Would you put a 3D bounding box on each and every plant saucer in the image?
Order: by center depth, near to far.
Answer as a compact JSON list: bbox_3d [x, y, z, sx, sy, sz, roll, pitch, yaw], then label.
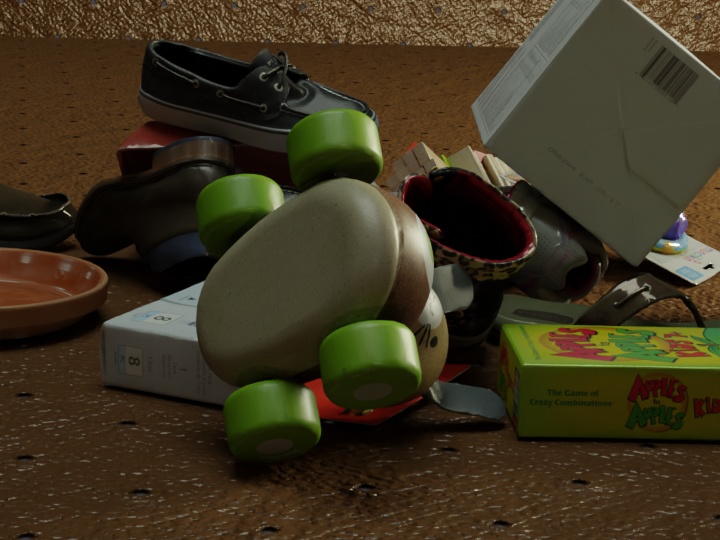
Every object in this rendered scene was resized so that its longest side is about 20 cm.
[{"bbox_3d":[-0.284,0.018,1.376,0.198,0.033,0.200,2,13,-1],"label":"plant saucer"},{"bbox_3d":[-0.095,-0.078,1.569,0.198,0.037,0.200,-3,-21,-2],"label":"plant saucer"}]

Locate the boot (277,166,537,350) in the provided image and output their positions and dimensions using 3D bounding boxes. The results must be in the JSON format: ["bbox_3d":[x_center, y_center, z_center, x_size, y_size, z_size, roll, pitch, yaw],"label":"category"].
[{"bbox_3d":[0.019,-0.025,1.280,0.199,0.074,0.151,28,-25,-2],"label":"boot"}]

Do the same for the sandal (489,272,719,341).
[{"bbox_3d":[0.183,0.030,1.344,0.199,0.058,0.080,6,13,17],"label":"sandal"}]

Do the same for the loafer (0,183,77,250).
[{"bbox_3d":[-0.329,-0.052,1.585,0.198,0.072,0.073,-6,15,-31],"label":"loafer"}]

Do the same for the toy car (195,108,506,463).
[{"bbox_3d":[0.017,0.026,1.121,0.157,0.166,0.199,-31,-33,35],"label":"toy car"}]

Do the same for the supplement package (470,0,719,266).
[{"bbox_3d":[0.193,-0.126,1.482,0.151,0.151,0.200,38,11,-8],"label":"supplement package"}]

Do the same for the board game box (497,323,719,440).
[{"bbox_3d":[0.192,0.070,1.190,0.198,0.048,0.102,2,13,-4],"label":"board game box"}]

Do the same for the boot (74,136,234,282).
[{"bbox_3d":[-0.169,-0.026,1.503,0.074,0.098,0.199,13,-28,-35],"label":"boot"}]

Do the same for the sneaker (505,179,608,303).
[{"bbox_3d":[0.151,-0.009,1.488,0.088,0.082,0.200,43,12,15],"label":"sneaker"}]

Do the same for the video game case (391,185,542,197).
[{"bbox_3d":[0.048,-0.053,1.514,0.142,0.018,0.199,-2,4,35],"label":"video game case"}]

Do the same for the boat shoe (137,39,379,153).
[{"bbox_3d":[-0.080,-0.142,1.465,0.198,0.067,0.070,14,33,19],"label":"boat shoe"}]

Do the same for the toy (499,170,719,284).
[{"bbox_3d":[0.232,-0.060,1.644,0.199,0.048,0.115,28,23,23],"label":"toy"}]

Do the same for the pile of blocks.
[{"bbox_3d":[0.097,-0.075,1.708,0.199,0.082,0.062,9,43,-37],"label":"pile of blocks"}]

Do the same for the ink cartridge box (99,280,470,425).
[{"bbox_3d":[-0.046,0.049,1.240,0.198,0.048,0.160,7,14,25],"label":"ink cartridge box"}]

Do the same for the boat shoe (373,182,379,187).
[{"bbox_3d":[-0.063,-0.067,1.728,0.198,0.073,0.068,1,-11,25],"label":"boat shoe"}]
